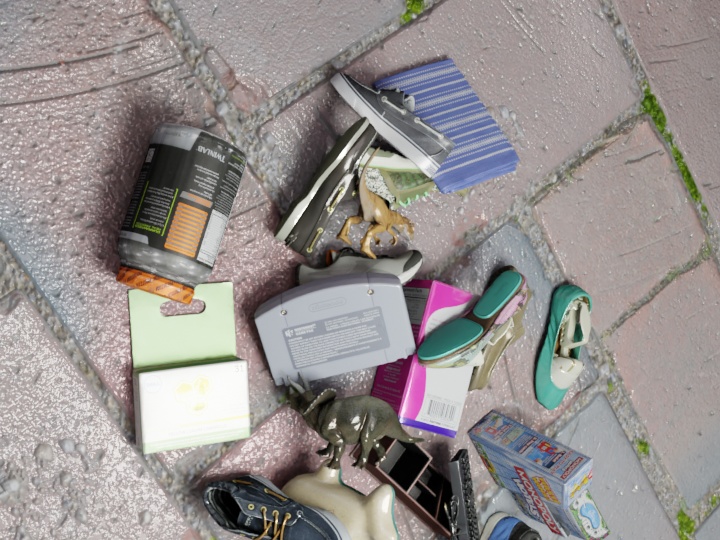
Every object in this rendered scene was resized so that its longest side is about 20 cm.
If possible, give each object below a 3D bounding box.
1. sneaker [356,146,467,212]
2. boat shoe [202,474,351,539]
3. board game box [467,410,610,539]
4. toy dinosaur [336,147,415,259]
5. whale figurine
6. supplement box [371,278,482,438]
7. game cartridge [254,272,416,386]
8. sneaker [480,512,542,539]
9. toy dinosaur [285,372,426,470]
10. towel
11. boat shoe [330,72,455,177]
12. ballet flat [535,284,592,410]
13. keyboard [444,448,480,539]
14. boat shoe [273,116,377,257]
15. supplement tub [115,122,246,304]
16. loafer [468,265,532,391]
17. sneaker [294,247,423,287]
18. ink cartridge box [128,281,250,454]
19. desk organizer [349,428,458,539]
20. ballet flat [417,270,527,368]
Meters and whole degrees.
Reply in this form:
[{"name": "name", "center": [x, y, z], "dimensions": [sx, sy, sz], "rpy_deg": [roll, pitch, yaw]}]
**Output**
[{"name": "sneaker", "center": [0.058, -0.120, 1.302], "dimensions": [0.198, 0.077, 0.090], "rpy_deg": [12, 99, -21]}, {"name": "boat shoe", "center": [-0.108, 0.319, 1.143], "dimensions": [0.090, 0.199, 0.072], "rpy_deg": [10, 98, -54]}, {"name": "board game box", "center": [0.276, 0.316, 1.342], "dimensions": [0.061, 0.199, 0.201], "rpy_deg": [-36, 106, -22]}, {"name": "toy dinosaur", "center": [0.013, -0.082, 1.228], "dimensions": [0.107, 0.060, 0.200], "rpy_deg": [-60, 151, -9]}, {"name": "whale figurine", "center": [-0.022, 0.328, 1.201], "dimensions": [0.103, 0.198, 0.161], "rpy_deg": [14, 63, -50]}, {"name": "supplement box", "center": [0.097, 0.121, 1.301], "dimensions": [0.100, 0.103, 0.203], "rpy_deg": [19, 84, -25]}, {"name": "game cartridge", "center": [-0.034, 0.074, 1.209], "dimensions": [0.197, 0.041, 0.135], "rpy_deg": [-13, 121, 2]}, {"name": "sneaker", "center": [0.211, 0.472, 1.362], "dimensions": [0.076, 0.111, 0.202], "rpy_deg": [29, 79, -24]}, {"name": "toy dinosaur", "center": [-0.004, 0.202, 1.192], "dimensions": [0.197, 0.077, 0.104], "rpy_deg": [8, 97, -4]}, {"name": "towel", "center": [0.123, -0.206, 1.300], "dimensions": [0.144, 0.024, 0.201], "rpy_deg": [-21, 70, -26]}, {"name": "boat shoe", "center": [0.044, -0.214, 1.236], "dimensions": [0.200, 0.072, 0.068], "rpy_deg": [44, 97, 20]}, {"name": "ballet flat", "center": [0.322, 0.122, 1.432], "dimensions": [0.067, 0.070, 0.203], "rpy_deg": [13, 86, -27]}, {"name": "keyboard", "center": [0.149, 0.361, 1.289], "dimensions": [0.127, 0.020, 0.203], "rpy_deg": [-23, 106, -66]}, {"name": "boat shoe", "center": [-0.036, -0.111, 1.222], "dimensions": [0.060, 0.072, 0.202], "rpy_deg": [35, 100, -13]}, {"name": "supplement tub", "center": [-0.224, -0.068, 1.123], "dimensions": [0.121, 0.122, 0.202], "rpy_deg": [21, 83, -25]}, {"name": "loafer", "center": [0.208, 0.093, 1.371], "dimensions": [0.067, 0.076, 0.202], "rpy_deg": [27, 79, -18]}, {"name": "sneaker", "center": [0.000, 0.000, 1.267], "dimensions": [0.198, 0.074, 0.080], "rpy_deg": [-17, 94, -25]}, {"name": "ink cartridge box", "center": [-0.219, 0.122, 1.174], "dimensions": [0.144, 0.048, 0.203], "rpy_deg": [-4, 96, -26]}, {"name": "desk organizer", "center": [0.086, 0.306, 1.314], "dimensions": [0.200, 0.077, 0.072], "rpy_deg": [45, 73, -20]}, {"name": "ballet flat", "center": [0.162, 0.083, 1.248], "dimensions": [0.200, 0.069, 0.072], "rpy_deg": [-41, 127, -21]}]
